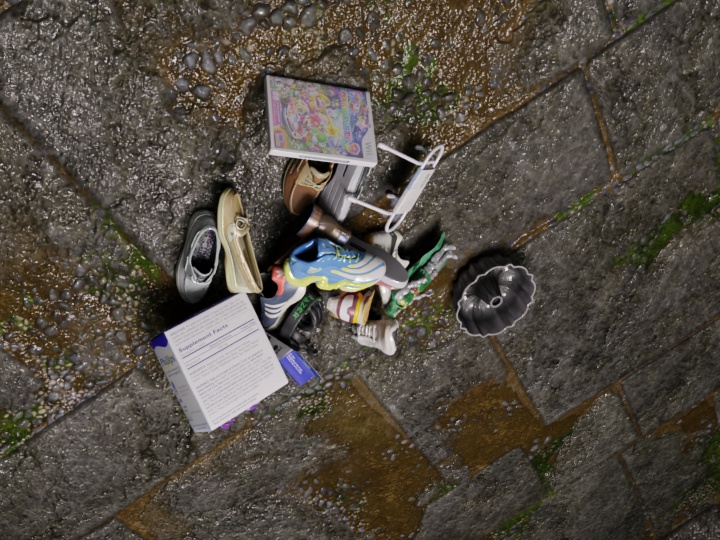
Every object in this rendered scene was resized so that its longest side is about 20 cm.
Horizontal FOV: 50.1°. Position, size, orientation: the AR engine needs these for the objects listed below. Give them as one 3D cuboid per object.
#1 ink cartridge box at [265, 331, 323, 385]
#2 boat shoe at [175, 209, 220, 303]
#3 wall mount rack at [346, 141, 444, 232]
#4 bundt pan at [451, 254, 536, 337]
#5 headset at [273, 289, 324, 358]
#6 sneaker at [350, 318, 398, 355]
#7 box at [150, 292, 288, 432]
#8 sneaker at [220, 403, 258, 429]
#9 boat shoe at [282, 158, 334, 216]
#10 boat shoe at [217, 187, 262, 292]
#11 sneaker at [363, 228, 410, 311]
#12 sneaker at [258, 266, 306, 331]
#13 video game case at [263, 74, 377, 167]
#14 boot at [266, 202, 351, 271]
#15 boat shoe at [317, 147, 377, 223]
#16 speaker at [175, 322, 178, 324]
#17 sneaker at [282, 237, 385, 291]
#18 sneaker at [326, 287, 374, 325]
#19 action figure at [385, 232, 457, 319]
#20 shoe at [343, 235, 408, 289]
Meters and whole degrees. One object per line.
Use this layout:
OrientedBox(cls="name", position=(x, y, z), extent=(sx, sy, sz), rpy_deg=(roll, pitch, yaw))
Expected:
OrientedBox(cls="ink cartridge box", position=(-0.167, 0.171, 1.562), extent=(0.039, 0.198, 0.100), rpy_deg=(-49, 134, -17))
OrientedBox(cls="boat shoe", position=(-0.304, -0.012, 1.447), extent=(0.068, 0.072, 0.204), rpy_deg=(2, 124, -24))
OrientedBox(cls="wall mount rack", position=(0.067, -0.169, 1.445), extent=(0.173, 0.074, 0.202), rpy_deg=(-16, 142, -60))
OrientedBox(cls="bundt pan", position=(0.292, 0.048, 1.740), extent=(0.197, 0.076, 0.206), rpy_deg=(-11, 129, -14))
OrientedBox(cls="headset", position=(-0.116, 0.122, 1.597), extent=(0.124, 0.093, 0.201), rpy_deg=(-50, 171, -26))
OrientedBox(cls="sneaker", position=(0.030, 0.137, 1.640), extent=(0.079, 0.200, 0.077), rpy_deg=(9, 84, -12))
OrientedBox(cls="box", position=(-0.269, 0.173, 1.471), extent=(0.182, 0.104, 0.204), rpy_deg=(-28, 93, -33))
OrientedBox(cls="sneaker", position=(-0.269, 0.291, 1.621), extent=(0.079, 0.086, 0.198), rpy_deg=(13, 161, -31))
OrientedBox(cls="boat shoe", position=(-0.088, -0.187, 1.405), extent=(0.074, 0.074, 0.203), rpy_deg=(6, 122, -26))
OrientedBox(cls="boat shoe", position=(-0.221, -0.054, 1.425), extent=(0.061, 0.073, 0.206), rpy_deg=(3, 111, 13))
OrientedBox(cls="sneaker", position=(0.068, 0.003, 1.613), extent=(0.086, 0.076, 0.203), rpy_deg=(-19, 131, -7))
OrientedBox(cls="sneaker", position=(-0.179, 0.050, 1.526), extent=(0.083, 0.076, 0.200), rpy_deg=(17, 140, -22))
OrientedBox(cls="video game case", position=(-0.068, -0.257, 1.327), extent=(0.195, 0.147, 0.018), rpy_deg=(4, 158, -25))
OrientedBox(cls="boot", position=(-0.102, -0.040, 1.475), extent=(0.095, 0.076, 0.200), rpy_deg=(26, 138, -22))
OrientedBox(cls="boat shoe", position=(-0.019, -0.158, 1.458), extent=(0.070, 0.073, 0.202), rpy_deg=(-12, 143, -42))
OrientedBox(cls="speaker", position=(-0.302, 0.176, 1.582), extent=(0.198, 0.089, 0.089), rpy_deg=(29, 111, -36))
OrientedBox(cls="sneaker", position=(-0.044, -0.012, 1.413), extent=(0.195, 0.077, 0.106), rpy_deg=(-5, 154, -10))
OrientedBox(cls="sneaker", position=(-0.022, 0.064, 1.583), extent=(0.088, 0.200, 0.077), rpy_deg=(16, 90, 2))
OrientedBox(cls="action figure", position=(0.124, 0.023, 1.612), extent=(0.200, 0.054, 0.119), rpy_deg=(-46, 150, -10))
OrientedBox(cls="shoe", position=(0.000, 0.000, 1.532), extent=(0.071, 0.197, 0.092), rpy_deg=(-43, 159, -52))
